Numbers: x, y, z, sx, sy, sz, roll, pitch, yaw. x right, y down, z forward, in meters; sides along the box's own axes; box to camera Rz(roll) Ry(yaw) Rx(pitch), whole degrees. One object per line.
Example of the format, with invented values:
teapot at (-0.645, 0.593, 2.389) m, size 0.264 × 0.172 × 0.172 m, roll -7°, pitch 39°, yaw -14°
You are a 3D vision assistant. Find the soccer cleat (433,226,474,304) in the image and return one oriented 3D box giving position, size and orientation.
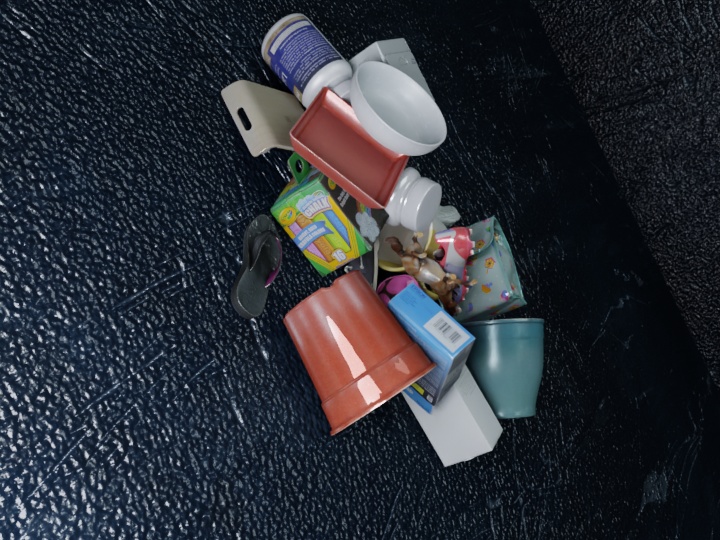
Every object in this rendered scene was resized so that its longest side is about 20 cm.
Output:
soccer cleat at (0.169, -0.008, 1.613) m, size 0.201 × 0.075 × 0.067 m, roll 92°, pitch -5°, yaw -51°

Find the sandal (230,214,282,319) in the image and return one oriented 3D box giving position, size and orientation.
sandal at (-0.152, -0.011, 1.346) m, size 0.075 × 0.048 × 0.202 m, roll 40°, pitch 39°, yaw -32°

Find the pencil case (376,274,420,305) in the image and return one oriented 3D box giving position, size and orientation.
pencil case at (0.113, 0.094, 1.596) m, size 0.200 × 0.093 × 0.092 m, roll 49°, pitch 43°, yaw -34°

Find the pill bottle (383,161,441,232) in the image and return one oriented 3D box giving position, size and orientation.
pill bottle at (0.042, -0.151, 1.577) m, size 0.198 × 0.115 × 0.113 m, roll 26°, pitch 23°, yaw 23°

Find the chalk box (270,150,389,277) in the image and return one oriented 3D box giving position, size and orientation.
chalk box at (-0.066, -0.118, 1.481) m, size 0.201 × 0.123 × 0.125 m, roll 52°, pitch 34°, yaw -16°

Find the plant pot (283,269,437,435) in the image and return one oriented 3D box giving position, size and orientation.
plant pot at (-0.013, 0.120, 1.340) m, size 0.197 × 0.200 × 0.200 m, roll 58°, pitch 31°, yaw 7°

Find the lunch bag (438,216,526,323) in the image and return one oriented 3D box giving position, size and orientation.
lunch bag at (0.238, 0.001, 1.795) m, size 0.121 × 0.169 × 0.203 m, roll 19°, pitch 52°, yaw -58°

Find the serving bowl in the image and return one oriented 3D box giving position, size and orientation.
serving bowl at (0.057, -0.276, 1.512) m, size 0.198 × 0.066 × 0.202 m, roll 25°, pitch 40°, yaw -23°

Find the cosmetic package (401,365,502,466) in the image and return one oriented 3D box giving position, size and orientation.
cosmetic package at (0.162, 0.246, 1.565) m, size 0.202 × 0.112 × 0.081 m, roll 60°, pitch 32°, yaw -9°

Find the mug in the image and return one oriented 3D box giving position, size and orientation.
mug at (0.102, -0.043, 1.683) m, size 0.153 × 0.148 × 0.190 m, roll 20°, pitch 81°, yaw -59°

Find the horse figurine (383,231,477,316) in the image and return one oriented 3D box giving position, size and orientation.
horse figurine at (0.125, -0.002, 1.542) m, size 0.199 × 0.133 × 0.050 m, roll 38°, pitch 71°, yaw -2°

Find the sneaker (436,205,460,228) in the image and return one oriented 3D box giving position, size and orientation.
sneaker at (0.151, -0.127, 1.853) m, size 0.100 × 0.077 × 0.199 m, roll 60°, pitch 31°, yaw 1°

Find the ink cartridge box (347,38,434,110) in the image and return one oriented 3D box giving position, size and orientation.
ink cartridge box at (0.017, -0.347, 1.693) m, size 0.146 × 0.198 × 0.145 m, roll 61°, pitch 32°, yaw -3°

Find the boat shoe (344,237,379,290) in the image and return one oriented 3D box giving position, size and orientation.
boat shoe at (0.000, 0.000, 1.574) m, size 0.062 × 0.073 × 0.203 m, roll 6°, pitch 59°, yaw -4°

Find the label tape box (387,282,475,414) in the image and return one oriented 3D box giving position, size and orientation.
label tape box at (0.102, 0.136, 1.433) m, size 0.143 × 0.201 × 0.066 m, roll 41°, pitch 60°, yaw 20°

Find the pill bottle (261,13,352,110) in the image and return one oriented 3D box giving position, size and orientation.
pill bottle at (-0.086, -0.372, 1.588) m, size 0.201 × 0.116 × 0.115 m, roll 50°, pitch 28°, yaw 17°

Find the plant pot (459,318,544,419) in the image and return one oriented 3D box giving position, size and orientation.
plant pot at (0.276, 0.201, 1.705) m, size 0.199 × 0.198 × 0.191 m, roll 8°, pitch 76°, yaw -53°

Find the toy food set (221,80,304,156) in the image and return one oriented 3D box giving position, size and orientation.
toy food set at (-0.150, -0.254, 1.529) m, size 0.199 × 0.060 × 0.145 m, roll 2°, pitch 55°, yaw -57°

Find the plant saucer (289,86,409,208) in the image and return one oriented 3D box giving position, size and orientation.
plant saucer at (-0.020, -0.204, 1.454) m, size 0.199 × 0.037 × 0.201 m, roll 37°, pitch 38°, yaw -9°
